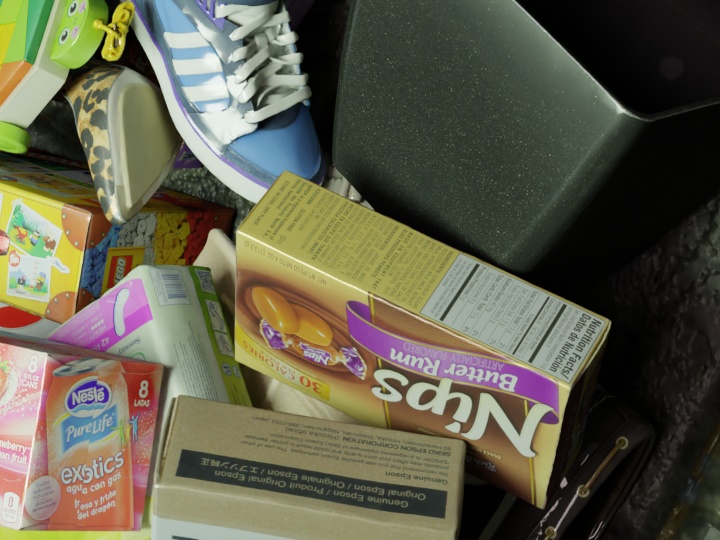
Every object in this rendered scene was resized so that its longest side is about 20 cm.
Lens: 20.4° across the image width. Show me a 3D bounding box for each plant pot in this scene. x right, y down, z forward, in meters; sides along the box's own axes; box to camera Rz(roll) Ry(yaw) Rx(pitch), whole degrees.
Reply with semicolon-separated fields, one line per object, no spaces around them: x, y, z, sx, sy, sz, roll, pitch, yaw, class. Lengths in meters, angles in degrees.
0.099;-0.093;1.113;0.200;0.199;0.178;47;126;23;plant pot

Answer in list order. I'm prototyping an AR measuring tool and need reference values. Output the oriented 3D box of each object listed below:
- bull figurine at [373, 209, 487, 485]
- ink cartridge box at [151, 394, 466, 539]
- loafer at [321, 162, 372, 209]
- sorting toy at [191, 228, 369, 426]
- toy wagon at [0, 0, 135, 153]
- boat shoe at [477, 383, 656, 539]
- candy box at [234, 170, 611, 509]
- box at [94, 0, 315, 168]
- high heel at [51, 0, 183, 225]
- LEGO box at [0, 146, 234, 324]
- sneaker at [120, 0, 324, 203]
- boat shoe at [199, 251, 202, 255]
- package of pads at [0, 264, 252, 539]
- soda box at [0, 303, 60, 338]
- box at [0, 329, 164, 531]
0.046;0.048;1.180;0.121;0.065;0.201;26;146;29;bull figurine
-0.035;0.175;1.115;0.163;0.075;0.201;8;130;1;ink cartridge box
0.000;0.000;1.255;0.071;0.063;0.202;7;96;35;loafer
-0.083;0.105;1.237;0.185;0.036;0.201;48;116;32;sorting toy
-0.215;-0.153;1.286;0.199;0.039;0.156;0;71;52;toy wagon
0.109;0.164;1.181;0.060;0.071;0.203;32;107;33;boat shoe
0.029;0.038;1.085;0.199;0.057;0.117;26;144;16;candy box
-0.106;-0.187;1.334;0.137;0.039;0.200;48;117;22;box
-0.186;-0.091;1.301;0.142;0.071;0.201;-24;49;29;high heel
-0.210;-0.027;1.347;0.199;0.148;0.078;17;102;32;LEGO box
-0.065;-0.150;1.220;0.201;0.080;0.146;57;142;10;sneaker
-0.068;0.080;1.303;0.065;0.072;0.201;-31;81;30;boat shoe
-0.152;0.108;1.225;0.200;0.068;0.156;-35;64;33;package of pads
-0.260;0.038;1.423;0.199;0.068;0.064;23;136;32;soda box
-0.220;0.085;1.180;0.199;0.094;0.104;8;89;41;box
